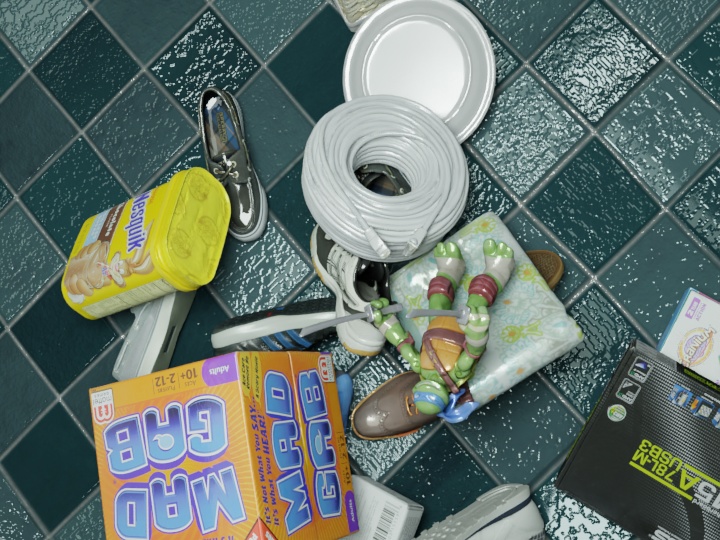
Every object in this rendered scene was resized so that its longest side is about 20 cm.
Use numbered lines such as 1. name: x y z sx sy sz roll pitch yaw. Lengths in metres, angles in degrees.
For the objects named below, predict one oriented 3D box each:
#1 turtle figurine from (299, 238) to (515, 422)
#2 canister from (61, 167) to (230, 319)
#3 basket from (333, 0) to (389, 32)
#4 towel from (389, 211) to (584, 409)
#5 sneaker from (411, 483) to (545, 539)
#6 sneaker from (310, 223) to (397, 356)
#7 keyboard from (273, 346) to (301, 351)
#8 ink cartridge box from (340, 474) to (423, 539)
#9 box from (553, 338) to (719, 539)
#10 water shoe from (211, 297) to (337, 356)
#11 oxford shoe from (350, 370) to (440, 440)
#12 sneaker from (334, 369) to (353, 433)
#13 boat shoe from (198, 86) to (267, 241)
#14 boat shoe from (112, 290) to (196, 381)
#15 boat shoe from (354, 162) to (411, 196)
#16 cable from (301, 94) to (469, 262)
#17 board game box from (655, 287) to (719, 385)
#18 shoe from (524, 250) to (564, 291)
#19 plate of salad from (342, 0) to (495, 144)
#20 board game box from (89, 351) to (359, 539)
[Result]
1. turtle figurine: 0.078 0.034 0.956 0.199 0.144 0.196 37 53 -9
2. canister: -0.266 -0.028 1.125 0.197 0.086 0.151 -18 47 33
3. basket: 0.034 -0.421 1.144 0.197 0.123 0.138 -29 78 7
4. towel: 0.134 0.046 1.056 0.169 0.048 0.202 -33 57 3
5. sneaker: 0.125 0.322 1.044 0.197 0.076 0.082 -24 96 -14
6. sneaker: 0.000 0.000 1.090 0.088 0.074 0.202 -60 40 39
7. keyboard: -0.139 0.169 1.139 0.196 0.021 0.130 -12 101 19
8. ink cartridge box: -0.033 0.346 1.110 0.171 0.043 0.204 19 87 38
9. box: 0.345 0.209 1.020 0.197 0.047 0.196 30 108 12
10. water shoe: -0.088 0.087 1.147 0.195 0.072 0.081 -10 103 13
11. oxford shoe: 0.075 0.150 1.095 0.197 0.073 0.073 -25 80 7
12. sneaker: -0.041 0.222 1.088 0.078 0.065 0.204 24 93 36
13. boat shoe: -0.172 -0.138 1.177 0.067 0.057 0.205 -16 80 8
14. boat shoe: -0.266 0.055 1.173 0.070 0.070 0.205 20 89 11
15. boat shoe: 0.018 -0.117 1.135 0.201 0.056 0.069 49 121 11
16. cable: 0.030 -0.109 1.062 0.200 0.070 0.199 43 61 16
17. board game box: 0.431 0.135 1.045 0.197 0.040 0.155 29 90 13
18. shoe: 0.160 0.046 1.107 0.198 0.054 0.070 -34 55 1
19. plate of salad: 0.073 -0.243 1.150 0.195 0.048 0.206 1 92 15
20. board game box: -0.143 0.207 0.992 0.196 0.199 0.205 -15 78 25
